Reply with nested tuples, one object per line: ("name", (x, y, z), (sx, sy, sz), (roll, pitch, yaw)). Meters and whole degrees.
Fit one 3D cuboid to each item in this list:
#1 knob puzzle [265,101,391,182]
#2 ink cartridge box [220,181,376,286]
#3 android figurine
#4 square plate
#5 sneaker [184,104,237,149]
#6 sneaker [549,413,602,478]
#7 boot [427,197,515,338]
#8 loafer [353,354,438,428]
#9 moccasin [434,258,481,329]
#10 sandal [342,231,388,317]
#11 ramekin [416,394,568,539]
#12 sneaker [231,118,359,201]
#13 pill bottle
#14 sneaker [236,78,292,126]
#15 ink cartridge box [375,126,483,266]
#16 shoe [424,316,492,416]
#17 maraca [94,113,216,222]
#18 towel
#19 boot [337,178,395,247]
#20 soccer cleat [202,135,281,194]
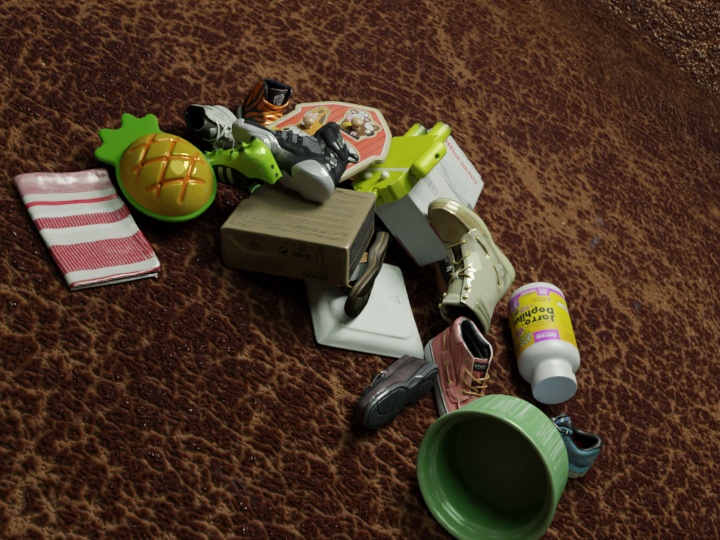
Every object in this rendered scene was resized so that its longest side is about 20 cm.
("knob puzzle", (-0.034, -0.237, 1.550), (0.217, 0.031, 0.221), (5, 42, -5))
("ink cartridge box", (-0.091, -0.063, 1.419), (0.198, 0.076, 0.165), (10, 35, 13))
("android figurine", (0.061, -0.175, 1.540), (0.200, 0.181, 0.041), (-46, 119, -23))
("square plate", (0.006, 0.046, 1.482), (0.197, 0.029, 0.201), (12, 44, -28))
("sneaker", (-0.213, -0.202, 1.511), (0.200, 0.076, 0.115), (39, 18, 18))
("sneaker", (0.287, 0.244, 1.441), (0.199, 0.090, 0.079), (24, 39, -15))
("boot", (0.159, -0.003, 1.482), (0.200, 0.072, 0.155), (48, 48, -18))
("loafer", (0.041, 0.172, 1.358), (0.063, 0.072, 0.199), (30, 27, 25))
("moccasin", (0.165, 0.044, 1.579), (0.073, 0.078, 0.203), (-3, 55, -20))
("sandal", (0.000, 0.000, 1.443), (0.054, 0.082, 0.201), (18, 40, 4))
("ramekin", (0.183, 0.267, 1.258), (0.200, 0.200, 0.097), (46, 31, 13))
("sneaker", (-0.098, -0.192, 1.442), (0.199, 0.076, 0.114), (34, 57, 17))
("pill bottle", (0.312, 0.123, 1.575), (0.104, 0.104, 0.201), (19, 40, -21))
("sneaker", (-0.157, -0.255, 1.600), (0.077, 0.112, 0.201), (3, 49, -35))
("ink cartridge box", (0.120, -0.131, 1.610), (0.145, 0.083, 0.201), (50, 43, -23))
("shoe", (0.162, 0.172, 1.412), (0.071, 0.091, 0.201), (6, 52, -34))
("maraca", (-0.303, -0.154, 1.382), (0.200, 0.107, 0.137), (43, 59, 9))
("towel", (-0.381, -0.064, 1.302), (0.143, 0.023, 0.201), (-12, 58, -43))
("boot", (-0.006, -0.133, 1.624), (0.162, 0.073, 0.199), (29, 43, -12))
("soccer cleat", (-0.198, -0.153, 1.436), (0.068, 0.199, 0.081), (-48, 117, -29))
